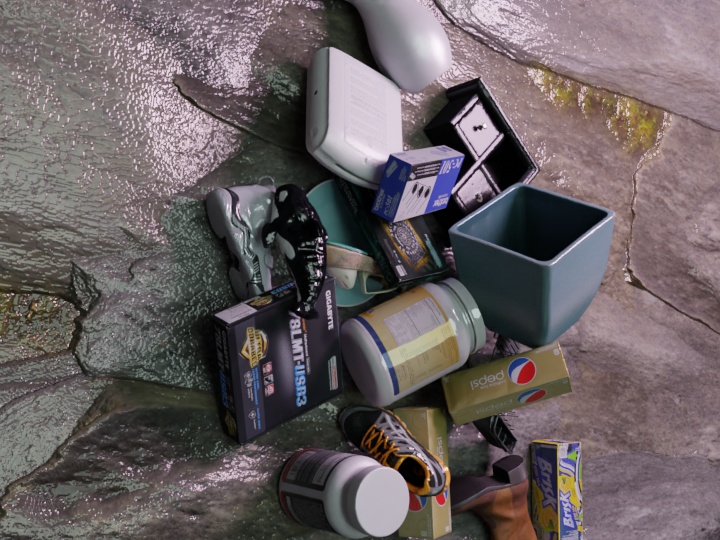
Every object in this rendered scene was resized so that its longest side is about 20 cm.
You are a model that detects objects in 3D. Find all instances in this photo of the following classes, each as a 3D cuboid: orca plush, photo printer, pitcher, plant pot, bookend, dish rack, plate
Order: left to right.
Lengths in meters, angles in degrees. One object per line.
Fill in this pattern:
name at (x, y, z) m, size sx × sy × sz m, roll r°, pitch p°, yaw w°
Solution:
orca plush at (-0.082, -0.037, 1.448) m, size 0.104 × 0.071 × 0.203 m, roll 14°, pitch 62°, yaw -24°
plate at (-0.030, -0.043, 1.626) m, size 0.198 × 0.025 × 0.204 m, roll 3°, pitch 84°, yaw -35°
photo printer at (-0.009, -0.226, 1.588) m, size 0.165 × 0.069 × 0.203 m, roll 23°, pitch 52°, yaw -35°
pitcher at (0.073, -0.402, 1.679) m, size 0.201 × 0.121 × 0.171 m, roll 54°, pitch 44°, yaw -7°
bookend at (0.176, -0.181, 1.740) m, size 0.199 × 0.092 × 0.201 m, roll -47°, pitch 111°, yaw -28°
dish rack at (0.248, 0.195, 1.752) m, size 0.202 × 0.054 × 0.154 m, roll -70°, pitch 154°, yaw -18°
plant pot at (0.278, 0.007, 1.658) m, size 0.195 × 0.194 × 0.202 m, roll -33°, pitch 129°, yaw -36°

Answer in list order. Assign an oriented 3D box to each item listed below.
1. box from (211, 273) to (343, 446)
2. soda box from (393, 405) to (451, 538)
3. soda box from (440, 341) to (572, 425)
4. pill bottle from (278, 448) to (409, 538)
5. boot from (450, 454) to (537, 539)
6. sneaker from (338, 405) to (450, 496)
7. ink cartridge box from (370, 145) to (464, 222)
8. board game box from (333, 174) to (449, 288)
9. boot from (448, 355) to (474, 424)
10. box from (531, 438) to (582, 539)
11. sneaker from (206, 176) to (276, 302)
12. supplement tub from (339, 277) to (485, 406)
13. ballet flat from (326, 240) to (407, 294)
box at (-0.116, 0.125, 1.499) m, size 0.197 × 0.049 × 0.203 m, roll -22°, pitch 122°, yaw -35°
soda box at (0.099, 0.320, 1.648) m, size 0.064 × 0.067 × 0.203 m, roll 0°, pitch 86°, yaw -57°
soda box at (0.232, 0.181, 1.638) m, size 0.068 × 0.197 × 0.065 m, roll 60°, pitch 14°, yaw -58°
pill bottle at (-0.025, 0.325, 1.497) m, size 0.115 × 0.199 × 0.118 m, roll 2°, pitch 86°, yaw -34°
boot at (0.218, 0.439, 1.761) m, size 0.187 × 0.068 × 0.203 m, roll -23°, pitch 113°, yaw -31°
sneaker at (0.049, 0.275, 1.577) m, size 0.079 × 0.199 × 0.077 m, roll -60°, pitch 164°, yaw 10°
ink cartridge box at (0.091, -0.137, 1.591) m, size 0.199 × 0.044 × 0.095 m, roll -19°, pitch 132°, yaw -61°
board game box at (0.050, -0.073, 1.618) m, size 0.134 × 0.028 × 0.202 m, roll -10°, pitch 69°, yaw -49°
boot at (0.141, 0.159, 1.723) m, size 0.095 × 0.075 × 0.203 m, roll -2°, pitch 94°, yaw -12°
box at (0.351, 0.406, 1.838) m, size 0.064 × 0.070 × 0.203 m, roll 3°, pitch 85°, yaw -36°
sneaker at (-0.143, -0.038, 1.514) m, size 0.114 × 0.075 × 0.203 m, roll -24°, pitch 98°, yaw -31°
supplement tub at (0.081, 0.107, 1.598) m, size 0.198 × 0.144 × 0.146 m, roll -25°, pitch 101°, yaw -18°
ballet flat at (0.000, 0.000, 1.591) m, size 0.198 × 0.068 × 0.068 m, roll 13°, pitch 86°, yaw -33°
